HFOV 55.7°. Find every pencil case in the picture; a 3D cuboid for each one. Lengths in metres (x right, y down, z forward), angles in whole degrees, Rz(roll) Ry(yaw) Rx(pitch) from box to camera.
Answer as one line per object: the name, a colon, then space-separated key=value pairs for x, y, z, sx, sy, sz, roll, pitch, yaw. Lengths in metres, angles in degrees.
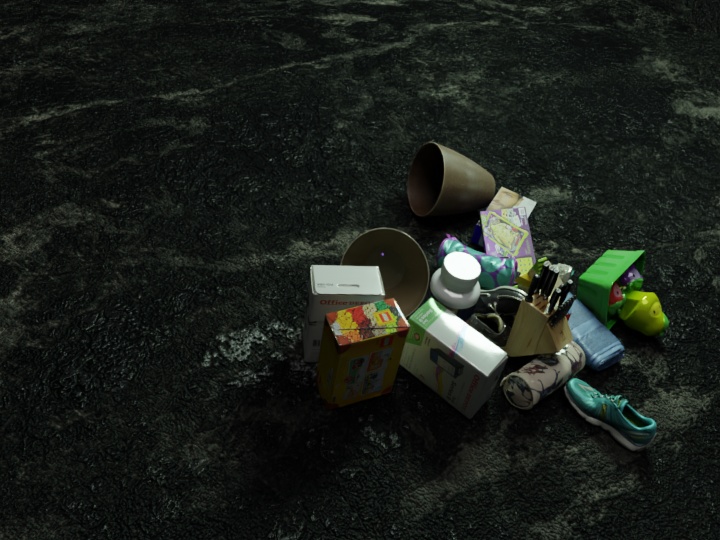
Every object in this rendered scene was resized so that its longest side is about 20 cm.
pencil case: x=0.277 y=-0.013 z=1.613 sx=0.196 sy=0.095 sz=0.085 roll=20 pitch=3 yaw=25
pencil case: x=0.385 y=0.215 z=1.438 sx=0.197 sy=0.080 sz=0.089 roll=-26 pitch=42 yaw=-33

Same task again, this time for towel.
towel: x=0.502 y=0.140 z=1.562 sx=0.109 sy=0.049 sz=0.201 roll=-17 pitch=52 yaw=-28

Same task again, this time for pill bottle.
pill bottle: x=0.194 y=0.063 z=1.459 sx=0.108 sy=0.203 sz=0.113 roll=6 pitch=43 yaw=-5

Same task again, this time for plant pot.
plant pot: x=0.252 y=-0.225 z=1.802 sx=0.195 sy=0.189 sz=0.190 roll=7 pitch=41 yaw=-26
plant pot: x=0.054 y=0.004 z=1.522 sx=0.195 sy=0.206 sz=0.135 roll=13 pitch=8 yaw=2

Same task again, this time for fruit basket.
fruit basket: x=0.637 y=0.062 z=1.614 sx=0.209 sy=0.159 sz=0.218 roll=-4 pitch=32 yaw=2

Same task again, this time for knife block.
knife block: x=0.363 y=0.082 z=1.421 sx=0.063 sy=0.198 sz=0.180 roll=-25 pitch=95 yaw=-35

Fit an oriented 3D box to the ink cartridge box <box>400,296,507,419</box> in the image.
ink cartridge box: x=0.183 y=0.177 z=1.380 sx=0.198 sy=0.148 sz=0.087 roll=35 pitch=49 yaw=22

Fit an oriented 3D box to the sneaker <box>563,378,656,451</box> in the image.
sneaker: x=0.514 y=0.280 z=1.399 sx=0.198 sy=0.081 sz=0.077 roll=33 pitch=47 yaw=21

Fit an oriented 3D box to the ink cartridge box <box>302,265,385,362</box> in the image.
ink cartridge box: x=-0.039 y=0.089 z=1.380 sx=0.142 sy=0.203 sz=0.084 roll=2 pitch=43 yaw=-11

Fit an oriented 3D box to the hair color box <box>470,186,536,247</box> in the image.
hair color box: x=0.379 y=-0.129 z=1.797 sx=0.107 sy=0.066 sz=0.201 roll=26 pitch=44 yaw=14

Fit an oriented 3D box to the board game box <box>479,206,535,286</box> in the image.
board game box: x=0.364 y=-0.057 z=1.677 sx=0.116 sy=0.032 sz=0.205 roll=-4 pitch=66 yaw=-1

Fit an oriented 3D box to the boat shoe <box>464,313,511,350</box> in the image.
boat shoe: x=0.283 y=0.128 z=1.464 sx=0.198 sy=0.065 sz=0.074 roll=2 pitch=41 yaw=-52

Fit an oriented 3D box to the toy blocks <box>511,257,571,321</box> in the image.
toy blocks: x=0.402 y=0.082 z=1.514 sx=0.098 sy=0.201 sz=0.139 roll=-16 pitch=64 yaw=-25

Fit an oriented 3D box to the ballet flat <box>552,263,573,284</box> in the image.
ballet flat: x=0.449 y=0.019 z=1.593 sx=0.070 sy=0.200 sz=0.074 roll=-1 pitch=82 yaw=9

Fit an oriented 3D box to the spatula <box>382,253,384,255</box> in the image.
spatula: x=0.000 y=0.000 z=1.609 sx=0.055 sy=0.021 sz=0.200 roll=20 pitch=45 yaw=27

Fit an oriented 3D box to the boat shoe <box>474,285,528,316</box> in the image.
boat shoe: x=0.286 y=0.075 z=1.520 sx=0.196 sy=0.075 sz=0.060 roll=8 pitch=36 yaw=37

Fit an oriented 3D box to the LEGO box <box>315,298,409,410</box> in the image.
LEGO box: x=0.000 y=0.164 z=1.314 sx=0.145 sy=0.203 sz=0.078 roll=-11 pitch=47 yaw=-23
